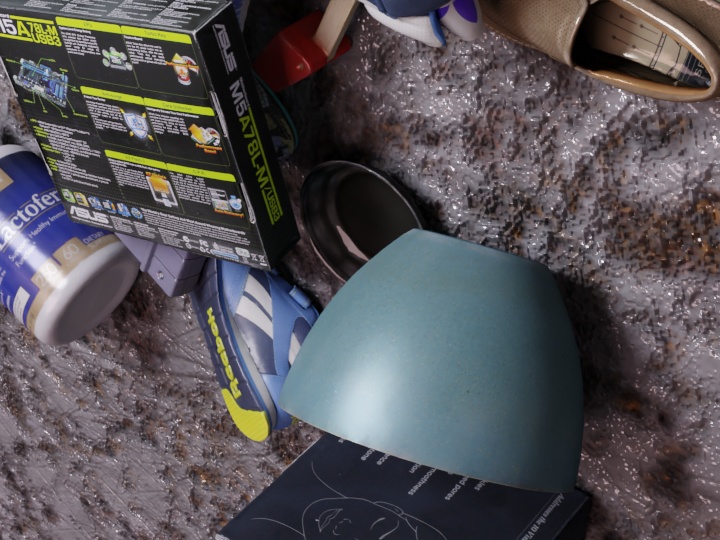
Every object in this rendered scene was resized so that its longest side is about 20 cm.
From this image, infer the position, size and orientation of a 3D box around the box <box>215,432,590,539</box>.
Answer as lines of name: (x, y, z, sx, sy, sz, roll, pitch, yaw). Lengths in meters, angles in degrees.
box: (0.033, 0.219, 0.979, 0.196, 0.200, 0.124, 24, 134, 30)

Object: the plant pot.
plant pot: (0.061, 0.049, 0.866, 0.200, 0.200, 0.135, 17, 91, 34)

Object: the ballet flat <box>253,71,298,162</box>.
ballet flat: (-0.131, -0.148, 0.970, 0.200, 0.072, 0.072, 51, 139, 1)

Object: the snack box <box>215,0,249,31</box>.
snack box: (-0.095, -0.196, 0.847, 0.072, 0.024, 0.200, 63, 162, 12)

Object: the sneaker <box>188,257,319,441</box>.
sneaker: (-0.083, 0.032, 1.057, 0.074, 0.082, 0.200, -28, 78, 63)

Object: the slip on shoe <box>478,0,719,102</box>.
slip on shoe: (0.127, -0.141, 0.742, 0.200, 0.061, 0.076, 28, 134, 25)

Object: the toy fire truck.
toy fire truck: (-0.032, -0.219, 0.842, 0.141, 0.049, 0.200, 52, 138, 0)

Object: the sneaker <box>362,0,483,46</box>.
sneaker: (0.037, -0.185, 0.701, 0.146, 0.081, 0.200, 44, 167, -25)

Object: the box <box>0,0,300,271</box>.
box: (-0.150, -0.101, 0.910, 0.200, 0.048, 0.193, 13, 134, 32)

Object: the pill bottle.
pill bottle: (-0.301, -0.038, 1.168, 0.200, 0.116, 0.116, 41, 138, 12)

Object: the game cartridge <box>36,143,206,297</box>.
game cartridge: (-0.181, -0.091, 1.041, 0.200, 0.038, 0.130, 45, 133, 25)

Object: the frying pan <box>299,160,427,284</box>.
frying pan: (0.013, 0.001, 0.971, 0.115, 0.031, 0.190, 11, 128, 38)
